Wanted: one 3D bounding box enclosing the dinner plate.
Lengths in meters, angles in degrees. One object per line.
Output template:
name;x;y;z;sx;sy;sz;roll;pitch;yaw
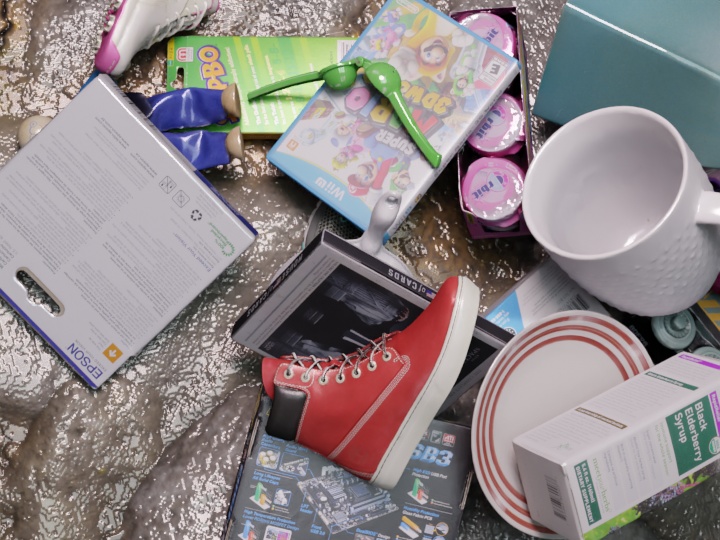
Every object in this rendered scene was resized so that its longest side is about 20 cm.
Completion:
dinner plate;0.177;0.133;1.194;0.200;0.024;0.200;-3;97;-25

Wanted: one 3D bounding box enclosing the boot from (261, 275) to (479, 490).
boot;0.001;0.072;1.126;0.144;0.072;0.200;26;111;-4

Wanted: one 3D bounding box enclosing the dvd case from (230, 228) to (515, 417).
dvd case;0.010;0.057;1.188;0.200;0.150;0.025;29;41;-19

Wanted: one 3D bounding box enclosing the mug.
mug;0.265;-0.036;1.194;0.200;0.175;0.148;5;67;35

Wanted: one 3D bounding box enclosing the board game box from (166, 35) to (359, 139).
board game box;-0.080;-0.170;1.282;0.200;0.030;0.096;1;78;-4

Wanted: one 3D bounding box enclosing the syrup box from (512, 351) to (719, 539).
syrup box;0.236;0.147;1.167;0.200;0.081;0.079;-23;108;-22

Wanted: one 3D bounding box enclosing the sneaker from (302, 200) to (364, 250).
sneaker;0.018;-0.076;1.262;0.078;0.091;0.200;36;74;-2

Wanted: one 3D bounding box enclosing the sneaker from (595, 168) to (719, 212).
sneaker;0.277;-0.074;1.328;0.200;0.080;0.088;-28;93;-17

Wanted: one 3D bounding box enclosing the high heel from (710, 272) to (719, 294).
high heel;0.388;-0.041;1.322;0.096;0.067;0.200;33;58;28

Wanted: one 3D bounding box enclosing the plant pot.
plant pot;0.289;-0.188;1.273;0.200;0.141;0.141;29;54;13

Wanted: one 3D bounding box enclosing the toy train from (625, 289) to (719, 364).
toy train;0.336;0.084;1.307;0.114;0.085;0.200;-37;85;-30

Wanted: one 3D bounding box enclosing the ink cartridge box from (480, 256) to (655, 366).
ink cartridge box;0.198;0.100;1.275;0.115;0.068;0.200;-40;89;-15

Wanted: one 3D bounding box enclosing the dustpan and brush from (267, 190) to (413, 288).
dustpan and brush;0.000;0.000;1.195;0.140;0.200;0.057;16;60;-7

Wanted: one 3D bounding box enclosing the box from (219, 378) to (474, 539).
box;-0.013;0.210;1.202;0.200;0.050;0.199;14;85;-8

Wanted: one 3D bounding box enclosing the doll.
doll;-0.207;-0.129;1.237;0.200;0.048;0.137;-6;86;0

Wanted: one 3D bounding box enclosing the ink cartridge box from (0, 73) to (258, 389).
ink cartridge box;-0.227;-0.033;1.204;0.200;0.041;0.200;-42;95;7

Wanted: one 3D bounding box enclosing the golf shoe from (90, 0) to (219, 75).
golf shoe;-0.175;-0.245;1.250;0.092;0.075;0.200;32;55;-16

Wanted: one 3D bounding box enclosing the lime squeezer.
lime squeezer;-0.006;-0.157;1.222;0.200;0.038;0.071;21;114;22

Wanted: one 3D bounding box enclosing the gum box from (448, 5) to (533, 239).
gum box;0.124;-0.129;1.277;0.066;0.114;0.200;-5;78;10

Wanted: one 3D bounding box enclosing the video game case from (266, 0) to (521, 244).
video game case;0.028;-0.140;1.228;0.143;0.018;0.200;37;88;24
